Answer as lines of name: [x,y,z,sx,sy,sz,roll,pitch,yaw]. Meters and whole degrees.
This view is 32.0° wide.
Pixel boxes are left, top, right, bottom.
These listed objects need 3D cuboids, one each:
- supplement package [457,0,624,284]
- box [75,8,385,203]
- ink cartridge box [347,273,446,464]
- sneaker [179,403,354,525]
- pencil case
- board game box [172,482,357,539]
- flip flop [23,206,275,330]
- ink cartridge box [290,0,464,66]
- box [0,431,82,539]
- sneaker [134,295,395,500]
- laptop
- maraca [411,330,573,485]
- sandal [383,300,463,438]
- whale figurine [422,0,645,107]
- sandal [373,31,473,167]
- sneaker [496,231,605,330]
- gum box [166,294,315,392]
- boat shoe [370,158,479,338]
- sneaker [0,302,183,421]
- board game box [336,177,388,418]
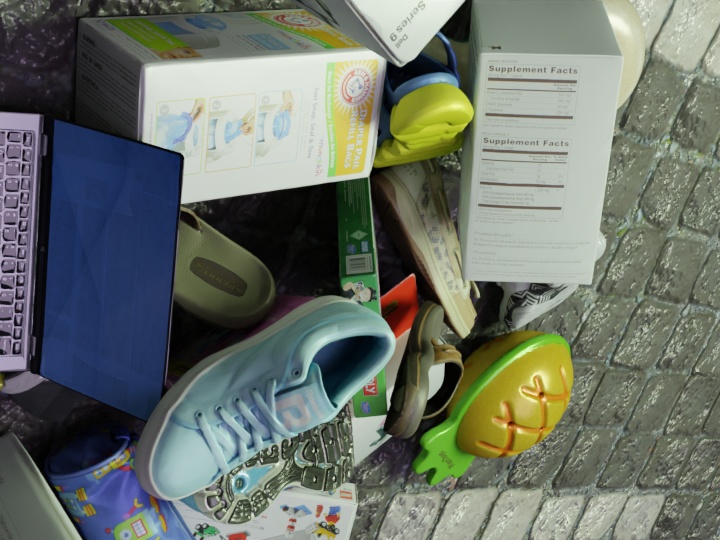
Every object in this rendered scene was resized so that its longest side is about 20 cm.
supplement package: [0.139,-0.104,1.009,0.108,0.114,0.202,2,124,0]
box: [-0.094,-0.123,0.910,0.198,0.112,0.103,-10,121,-34]
ink cartridge box: [-0.007,0.115,1.144,0.199,0.044,0.174,-37,152,-14]
sneaker: [-0.081,0.149,1.042,0.199,0.089,0.080,-9,97,-50]
pencil case: [-0.180,0.218,1.035,0.086,0.078,0.202,-28,113,-6]
board game box: [-0.112,0.234,1.109,0.197,0.035,0.128,11,113,-9]
flip flop: [-0.151,-0.021,0.906,0.082,0.198,0.058,-63,-176,-22]
ink cartridge box: [0.002,-0.245,0.847,0.146,0.200,0.084,-49,134,-1]
box: [-0.272,0.281,0.963,0.170,0.200,0.201,-31,131,-16]
sneaker: [-0.060,0.084,0.836,0.199,0.082,0.074,-40,114,-21]
laptop: [-0.233,-0.002,0.829,0.197,0.116,0.190,1,107,-23]
maraca: [0.133,0.139,1.258,0.200,0.107,0.137,-42,143,-1]
sandal: [0.059,0.086,1.040,0.054,0.200,0.083,17,104,1]
whale figurine: [0.142,-0.189,1.084,0.197,0.104,0.161,-11,126,-3]
sandal: [0.043,-0.136,0.988,0.078,0.200,0.088,-12,83,-10]
sneaker: [0.159,-0.025,1.202,0.075,0.116,0.200,-27,165,-21]
gum box: [-0.088,0.077,0.978,0.113,0.200,0.067,-36,100,-15]
boat shoe: [0.071,-0.019,1.133,0.062,0.073,0.201,-36,132,-10]
sneaker: [-0.193,0.041,0.975,0.199,0.075,0.085,-31,138,-7]
board game box: [0.000,0.000,1.011,0.029,0.201,0.136,-6,126,2]
